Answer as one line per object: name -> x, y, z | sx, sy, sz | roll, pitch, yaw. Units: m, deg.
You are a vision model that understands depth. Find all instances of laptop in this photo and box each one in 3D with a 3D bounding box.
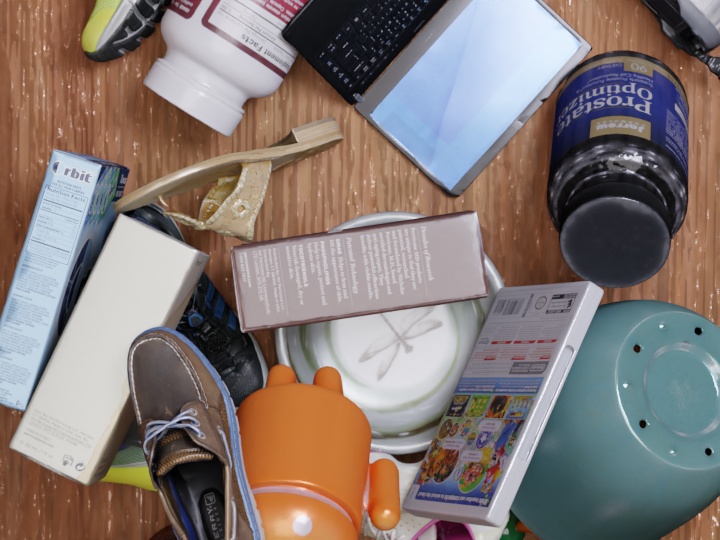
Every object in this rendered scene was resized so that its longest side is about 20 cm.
laptop -> 0.065, -0.189, 1.685 | 0.177, 0.200, 0.103 | -48, 54, 0

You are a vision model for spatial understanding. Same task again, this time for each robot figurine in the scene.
robot figurine -> -0.050, 0.170, 1.614 | 0.143, 0.117, 0.201 | 28, 47, -22

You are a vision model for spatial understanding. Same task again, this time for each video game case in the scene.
video game case -> 0.109, 0.102, 1.607 | 0.018, 0.143, 0.201 | 31, 75, -21

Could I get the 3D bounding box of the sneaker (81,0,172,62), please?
sneaker -> -0.192, -0.270, 1.709 | 0.090, 0.078, 0.201 | 24, 86, 8

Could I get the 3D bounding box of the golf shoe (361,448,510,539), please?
golf shoe -> 0.028, 0.196, 1.686 | 0.199, 0.075, 0.092 | -7, 54, 20

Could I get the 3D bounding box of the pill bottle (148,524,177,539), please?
pill bottle -> -0.140, 0.268, 1.655 | 0.111, 0.200, 0.113 | 0, 91, 1

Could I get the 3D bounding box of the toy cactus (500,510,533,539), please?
toy cactus -> 0.101, 0.255, 1.718 | 0.164, 0.102, 0.201 | 29, 95, 19

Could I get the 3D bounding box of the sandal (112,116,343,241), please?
sandal -> -0.093, -0.060, 1.673 | 0.211, 0.078, 0.070 | -23, 87, -30

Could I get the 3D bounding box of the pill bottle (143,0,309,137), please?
pill bottle -> -0.092, -0.217, 1.684 | 0.113, 0.113, 0.201 | 32, 92, 0

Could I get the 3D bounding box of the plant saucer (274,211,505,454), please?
plant saucer -> 0.028, 0.051, 1.721 | 0.199, 0.050, 0.202 | 0, 92, 0

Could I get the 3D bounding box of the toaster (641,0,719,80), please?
toaster -> 0.272, -0.269, 1.678 | 0.200, 0.114, 0.129 | 45, 90, 1

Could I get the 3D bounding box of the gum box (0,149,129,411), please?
gum box -> -0.245, 0.005, 1.664 | 0.044, 0.170, 0.201 | 18, 92, 1

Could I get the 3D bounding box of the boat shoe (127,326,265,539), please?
boat shoe -> -0.124, 0.132, 1.519 | 0.072, 0.072, 0.201 | -26, 79, 7

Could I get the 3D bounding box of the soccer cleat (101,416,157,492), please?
soccer cleat -> -0.177, 0.157, 1.729 | 0.199, 0.084, 0.065 | 24, 53, -13

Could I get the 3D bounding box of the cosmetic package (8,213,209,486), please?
cosmetic package -> -0.195, 0.061, 1.618 | 0.073, 0.104, 0.201 | 26, 90, 1

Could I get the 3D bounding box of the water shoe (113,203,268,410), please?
water shoe -> -0.148, 0.036, 1.709 | 0.071, 0.079, 0.201 | -34, 91, 2

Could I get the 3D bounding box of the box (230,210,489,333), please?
box -> 0.000, 0.000, 1.646 | 0.198, 0.100, 0.076 | -7, 91, 1

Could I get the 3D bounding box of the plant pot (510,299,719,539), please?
plant pot -> 0.219, 0.114, 1.627 | 0.199, 0.161, 0.202 | 8, 70, -21

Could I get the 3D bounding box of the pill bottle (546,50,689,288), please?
pill bottle -> 0.205, -0.079, 1.630 | 0.111, 0.201, 0.112 | 4, 126, 6
